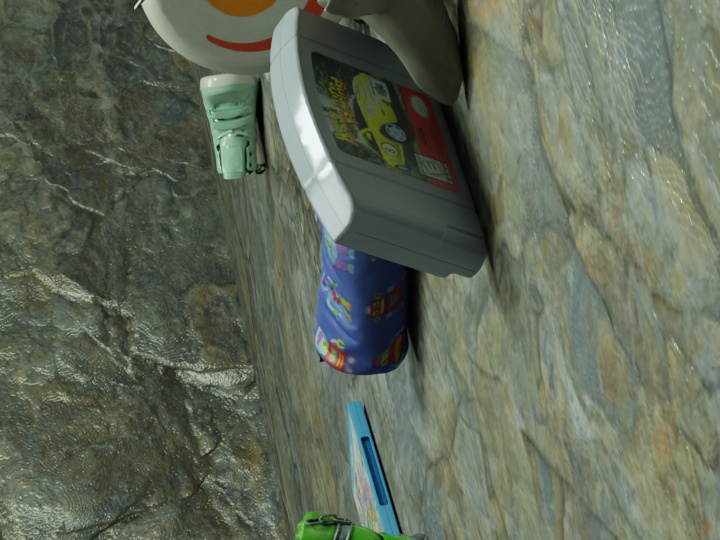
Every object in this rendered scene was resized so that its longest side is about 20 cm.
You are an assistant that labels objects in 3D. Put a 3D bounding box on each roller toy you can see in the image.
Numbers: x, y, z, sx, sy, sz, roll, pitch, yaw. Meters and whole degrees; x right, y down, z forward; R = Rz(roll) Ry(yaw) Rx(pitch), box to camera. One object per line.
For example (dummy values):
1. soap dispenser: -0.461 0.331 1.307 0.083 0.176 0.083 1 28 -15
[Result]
1. roller toy: -0.104 -0.266 1.710 0.140 0.199 0.183 -114 10 -64

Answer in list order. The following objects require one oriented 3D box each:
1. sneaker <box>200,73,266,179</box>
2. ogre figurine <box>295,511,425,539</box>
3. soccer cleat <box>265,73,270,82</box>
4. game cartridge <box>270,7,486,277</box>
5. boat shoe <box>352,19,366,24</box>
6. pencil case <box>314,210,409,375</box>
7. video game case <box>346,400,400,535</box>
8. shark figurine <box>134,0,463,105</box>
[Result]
1. sneaker: -0.164 -0.185 2.677 0.200 0.074 0.119 71 -166 -76
2. ogre figurine: 0.014 0.311 1.829 0.098 0.120 0.200 100 158 -58
3. soccer cleat: -0.082 -0.226 2.046 0.200 0.070 0.087 -115 17 -62
4. game cartridge: 0.006 -0.090 1.371 0.041 0.133 0.200 -49 42 35
5. boat shoe: 0.005 -0.203 1.423 0.200 0.072 0.068 180 82 -80
6. pencil case: 0.000 0.000 1.689 0.087 0.078 0.200 46 152 34
7. video game case: 0.016 0.255 2.123 0.200 0.018 0.143 -107 10 -46
8. shark figurine: -0.028 -0.182 1.296 0.090 0.214 0.128 -64 -6 -52
